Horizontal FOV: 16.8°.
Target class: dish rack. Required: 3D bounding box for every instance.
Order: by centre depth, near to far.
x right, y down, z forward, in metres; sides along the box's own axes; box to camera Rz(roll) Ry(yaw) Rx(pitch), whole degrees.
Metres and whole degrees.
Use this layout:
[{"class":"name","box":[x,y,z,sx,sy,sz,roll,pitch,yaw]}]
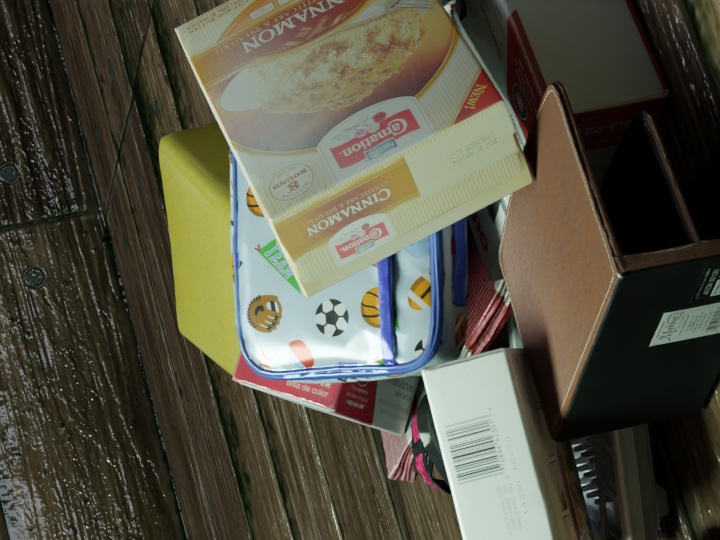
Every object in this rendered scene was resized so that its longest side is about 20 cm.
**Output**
[{"class":"dish rack","box":[0.154,0.094,1.644,0.200,0.043,0.173,-145,44,-70]}]

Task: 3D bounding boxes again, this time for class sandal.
[{"class":"sandal","box":[0.062,0.118,1.634,0.200,0.045,0.076,13,-117,-76]}]

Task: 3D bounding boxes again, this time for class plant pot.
[{"class":"plant pot","box":[-0.036,-0.009,2.022,0.200,0.193,0.197,-135,35,-54]}]

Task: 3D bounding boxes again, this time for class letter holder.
[{"class":"letter holder","box":[0.156,-0.014,1.437,0.200,0.100,0.143,102,154,-58]}]

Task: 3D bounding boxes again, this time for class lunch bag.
[{"class":"lunch bag","box":[-0.003,-0.029,1.567,0.075,0.159,0.202,6,-99,-63]}]

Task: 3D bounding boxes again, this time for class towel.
[{"class":"towel","box":[0.062,0.036,1.749,0.145,0.023,0.201,-100,32,-54]}]

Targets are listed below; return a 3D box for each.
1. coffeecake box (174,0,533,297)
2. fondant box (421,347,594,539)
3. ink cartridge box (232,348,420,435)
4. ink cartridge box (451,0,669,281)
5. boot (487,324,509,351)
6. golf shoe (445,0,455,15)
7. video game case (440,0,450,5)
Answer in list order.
[{"class":"coffeecake box","box":[-0.007,-0.101,1.475,0.201,0.153,0.073,62,178,45]},{"class":"fondant box","box":[0.098,0.125,1.536,0.200,0.058,0.146,9,-113,-77]},{"class":"ink cartridge box","box":[0.000,0.000,1.688,0.146,0.082,0.202,26,-100,-67]},{"class":"ink cartridge box","box":[0.113,-0.107,1.547,0.200,0.083,0.145,103,152,-59]},{"class":"boot","box":[0.096,0.092,1.836,0.146,0.070,0.202,130,138,-86]},{"class":"golf shoe","box":[0.057,-0.175,1.742,0.092,0.075,0.201,-45,65,54]},{"class":"video game case","box":[0.060,-0.272,1.561,0.182,0.023,0.202,-157,74,-86]}]
